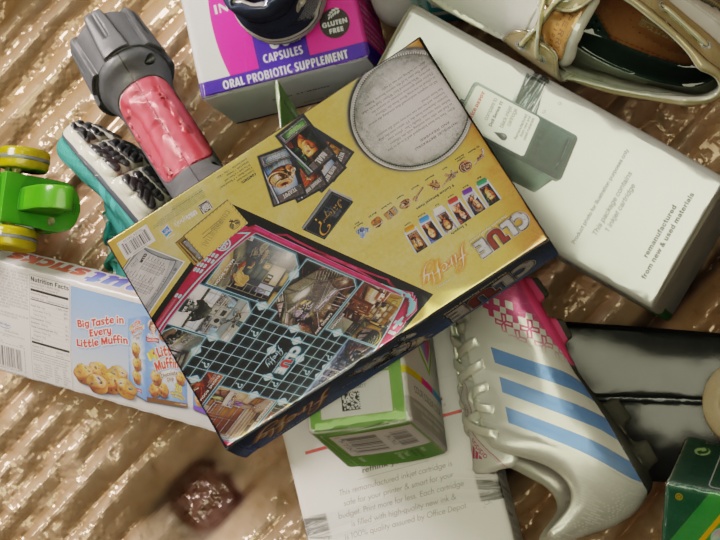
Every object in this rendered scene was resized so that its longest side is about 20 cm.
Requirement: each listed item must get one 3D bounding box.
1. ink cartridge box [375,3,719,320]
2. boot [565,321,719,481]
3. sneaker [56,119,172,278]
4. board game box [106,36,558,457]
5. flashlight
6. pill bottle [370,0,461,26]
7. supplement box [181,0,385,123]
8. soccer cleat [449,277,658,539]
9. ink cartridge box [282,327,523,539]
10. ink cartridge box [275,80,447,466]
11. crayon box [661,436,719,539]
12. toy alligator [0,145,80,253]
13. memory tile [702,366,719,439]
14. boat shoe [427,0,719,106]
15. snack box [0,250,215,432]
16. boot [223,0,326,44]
[{"bbox_3d":[0.103,-0.058,1.489,0.200,0.147,0.083,31,92,11],"label":"ink cartridge box"},{"bbox_3d":[0.199,0.114,1.502,0.200,0.066,0.165,4,79,7],"label":"boot"},{"bbox_3d":[-0.123,-0.001,1.563,0.080,0.077,0.200,-38,80,18],"label":"sneaker"},{"bbox_3d":[-0.016,-0.011,1.399,0.200,0.035,0.136,-32,71,4],"label":"board game box"},{"bbox_3d":[-0.107,-0.072,1.518,0.200,0.068,0.068,56,129,33],"label":"flashlight"},{"bbox_3d":[0.102,-0.203,1.516,0.200,0.111,0.111,-6,86,8],"label":"pill bottle"},{"bbox_3d":[-0.057,-0.200,1.547,0.101,0.103,0.200,-14,83,7],"label":"supplement box"},{"bbox_3d":[0.080,0.060,1.467,0.086,0.070,0.200,-34,80,-8],"label":"soccer cleat"},{"bbox_3d":[0.027,0.131,1.524,0.116,0.067,0.200,-15,77,8],"label":"ink cartridge box"},{"bbox_3d":[0.000,0.000,1.466,0.059,0.104,0.200,-9,74,9],"label":"ink cartridge box"},{"bbox_3d":[0.224,0.198,1.446,0.126,0.052,0.200,10,121,16],"label":"crayon box"},{"bbox_3d":[-0.228,-0.039,1.581,0.200,0.054,0.059,0,79,40],"label":"toy alligator"},{"bbox_3d":[0.284,0.091,1.454,0.200,0.017,0.154,14,82,13],"label":"memory tile"},{"bbox_3d":[0.113,-0.145,1.445,0.200,0.068,0.075,16,122,-5],"label":"boat shoe"},{"bbox_3d":[-0.133,0.042,1.539,0.200,0.024,0.072,14,114,30],"label":"snack box"},{"bbox_3d":[-0.040,-0.227,1.449,0.073,0.090,0.200,2,86,7],"label":"boot"}]
